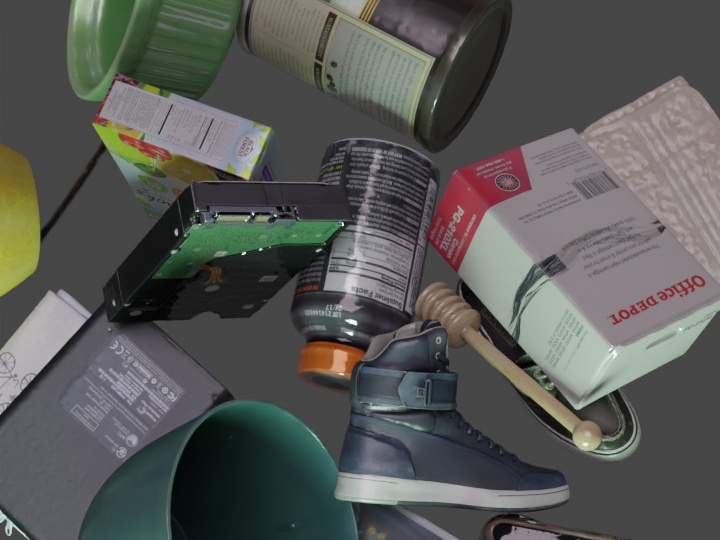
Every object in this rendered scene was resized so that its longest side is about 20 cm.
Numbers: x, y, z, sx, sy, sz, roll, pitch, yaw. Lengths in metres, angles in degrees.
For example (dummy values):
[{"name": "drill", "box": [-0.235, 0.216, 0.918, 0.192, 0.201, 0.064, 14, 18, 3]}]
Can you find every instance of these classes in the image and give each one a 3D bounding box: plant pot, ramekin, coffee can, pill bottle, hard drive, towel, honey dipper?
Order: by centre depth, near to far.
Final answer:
[{"name": "plant pot", "box": [-0.125, 0.217, 1.210, 0.160, 0.199, 0.203, -22, 66, 38]}, {"name": "honey dipper", "box": [0.117, 0.078, 1.239, 0.038, 0.038, 0.200, -42, 52, -8]}, {"name": "hard drive", "box": [-0.111, -0.013, 1.263, 0.138, 0.200, 0.038, -2, 68, -31]}, {"name": "hard drive", "box": [-0.222, 0.136, 1.314, 0.139, 0.033, 0.200, 40, 80, 11]}, {"name": "pill bottle", "box": [0.000, 0.000, 1.317, 0.105, 0.106, 0.203, 9, 73, 9]}, {"name": "towel", "box": [0.274, -0.059, 1.343, 0.131, 0.035, 0.202, -27, 72, -1]}, {"name": "plant pot", "box": [-0.354, -0.043, 1.344, 0.140, 0.200, 0.203, -5, 69, -23]}, {"name": "coffee can", "box": [0.012, -0.212, 1.363, 0.198, 0.147, 0.147, 29, 77, 15]}, {"name": "ramekin", "box": [-0.178, -0.238, 1.368, 0.097, 0.199, 0.203, 11, 69, -27]}]

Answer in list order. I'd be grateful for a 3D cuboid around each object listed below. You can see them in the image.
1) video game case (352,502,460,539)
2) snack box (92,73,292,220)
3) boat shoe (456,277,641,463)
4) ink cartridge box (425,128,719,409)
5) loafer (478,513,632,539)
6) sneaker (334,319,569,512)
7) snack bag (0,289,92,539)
[{"name": "video game case", "box": [0.001, 0.269, 1.207, 0.183, 0.023, 0.199, -52, 32, -11]}, {"name": "snack box", "box": [-0.129, -0.079, 1.307, 0.141, 0.200, 0.053, 21, 74, 12]}, {"name": "boat shoe", "box": [0.150, 0.080, 1.295, 0.200, 0.064, 0.071, 42, 81, 17]}, {"name": "ink cartridge box", "box": [0.173, -0.005, 1.268, 0.144, 0.085, 0.200, -21, 60, -36]}, {"name": "loafer", "box": [0.187, 0.240, 1.238, 0.197, 0.063, 0.073, 14, 74, 11]}, {"name": "sneaker", "box": [0.082, 0.116, 1.245, 0.200, 0.077, 0.148, 8, 81, -22]}, {"name": "snack bag", "box": [-0.251, 0.143, 1.343, 0.199, 0.021, 0.189, 37, 79, 16]}]
